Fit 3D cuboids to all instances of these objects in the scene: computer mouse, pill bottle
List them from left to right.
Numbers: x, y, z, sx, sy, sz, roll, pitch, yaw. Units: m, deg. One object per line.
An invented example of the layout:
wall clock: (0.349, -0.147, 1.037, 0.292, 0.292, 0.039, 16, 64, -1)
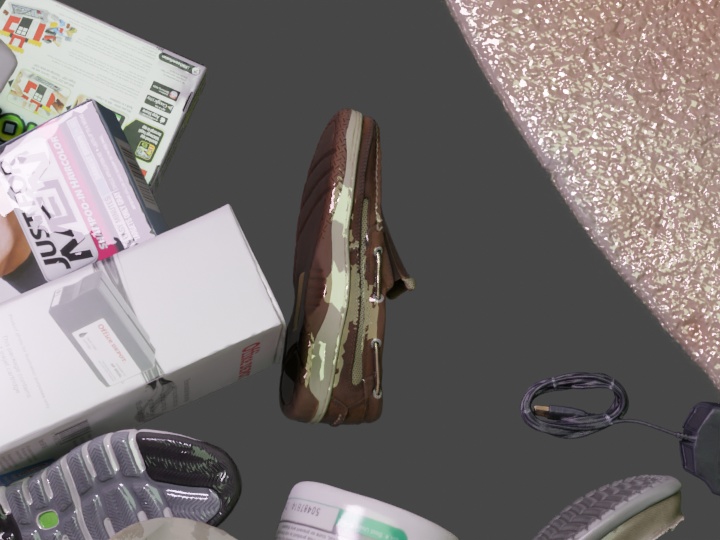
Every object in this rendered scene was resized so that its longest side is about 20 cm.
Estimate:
pill bottle: (-0.020, 0.239, 1.108, 0.112, 0.113, 0.202, 20, 77, -1)
computer mouse: (0.202, 0.106, 1.204, 0.198, 0.034, 0.059, 15, 94, 3)

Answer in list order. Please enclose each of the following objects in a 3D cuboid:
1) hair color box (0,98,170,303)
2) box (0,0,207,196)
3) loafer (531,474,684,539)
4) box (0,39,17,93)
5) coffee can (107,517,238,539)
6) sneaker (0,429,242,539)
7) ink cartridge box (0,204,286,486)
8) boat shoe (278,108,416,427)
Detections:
hair color box: (-0.226, -0.014, 1.145, 0.199, 0.061, 0.100, -27, 83, 4)
box: (-0.212, -0.122, 1.206, 0.198, 0.035, 0.111, 24, 77, 0)
loafer: (0.130, 0.204, 1.158, 0.199, 0.075, 0.070, -38, 95, -7)
box: (-0.355, -0.125, 1.075, 0.198, 0.200, 0.172, 19, 73, 37)
coffee can: (-0.140, 0.245, 1.028, 0.145, 0.200, 0.148, 21, 49, -26)
sneaker: (-0.149, 0.131, 1.111, 0.198, 0.115, 0.076, -15, 93, 19)
ink cartridge box: (-0.153, 0.050, 1.119, 0.198, 0.145, 0.085, -24, 81, -10)
boat shoe: (-0.002, 0.001, 1.189, 0.074, 0.075, 0.205, 11, 83, -17)
